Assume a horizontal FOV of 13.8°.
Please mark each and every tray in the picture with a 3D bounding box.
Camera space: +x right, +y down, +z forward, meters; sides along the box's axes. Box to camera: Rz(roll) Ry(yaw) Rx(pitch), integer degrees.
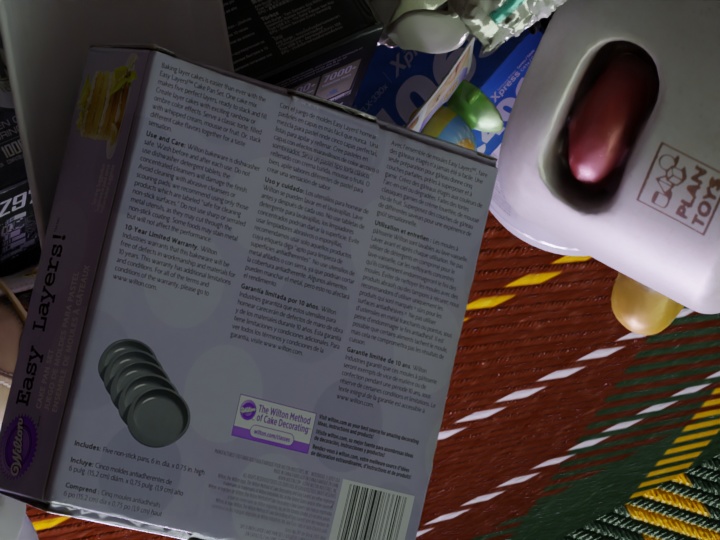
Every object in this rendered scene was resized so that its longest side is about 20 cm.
[{"bbox_3d":[-0.098,-0.071,1.192,0.107,0.201,0.022,-19,-164,-38],"label":"tray"}]

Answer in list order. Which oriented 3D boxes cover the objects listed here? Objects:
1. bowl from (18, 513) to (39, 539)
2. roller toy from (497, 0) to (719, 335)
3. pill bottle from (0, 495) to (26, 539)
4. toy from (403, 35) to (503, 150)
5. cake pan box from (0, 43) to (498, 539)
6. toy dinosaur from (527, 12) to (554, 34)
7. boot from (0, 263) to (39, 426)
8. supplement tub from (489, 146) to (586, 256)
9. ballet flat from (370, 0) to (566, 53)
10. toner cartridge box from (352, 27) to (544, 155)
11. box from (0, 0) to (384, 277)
[{"bbox_3d":[-0.262,0.122,1.542,0.199,0.075,0.200,12,168,10],"label":"bowl"},{"bbox_3d":[0.159,-0.079,1.353,0.200,0.139,0.183,-58,168,-11],"label":"roller toy"},{"bbox_3d":[-0.238,0.072,1.343,0.112,0.113,0.200,-32,139,8],"label":"pill bottle"},{"bbox_3d":[0.000,0.000,1.312,0.200,0.047,0.115,-54,172,-18],"label":"toy"},{"bbox_3d":[-0.040,0.021,1.203,0.199,0.185,0.052,15,177,-39],"label":"cake pan box"},{"bbox_3d":[0.093,-0.195,1.348,0.136,0.102,0.200,-42,145,-10],"label":"toy dinosaur"},{"bbox_3d":[-0.114,0.008,1.258,0.154,0.072,0.200,-33,165,3],"label":"boot"},{"bbox_3d":[0.121,-0.094,1.600,0.132,0.132,0.200,-29,166,-6],"label":"supplement tub"},{"bbox_3d":[0.026,-0.127,1.296,0.072,0.072,0.200,-26,-166,-17],"label":"ballet flat"},{"bbox_3d":[0.007,-0.065,1.446,0.200,0.095,0.043,-49,141,14],"label":"toner cartridge box"},{"bbox_3d":[-0.107,-0.069,1.320,0.199,0.086,0.164,-25,164,-19],"label":"box"}]
